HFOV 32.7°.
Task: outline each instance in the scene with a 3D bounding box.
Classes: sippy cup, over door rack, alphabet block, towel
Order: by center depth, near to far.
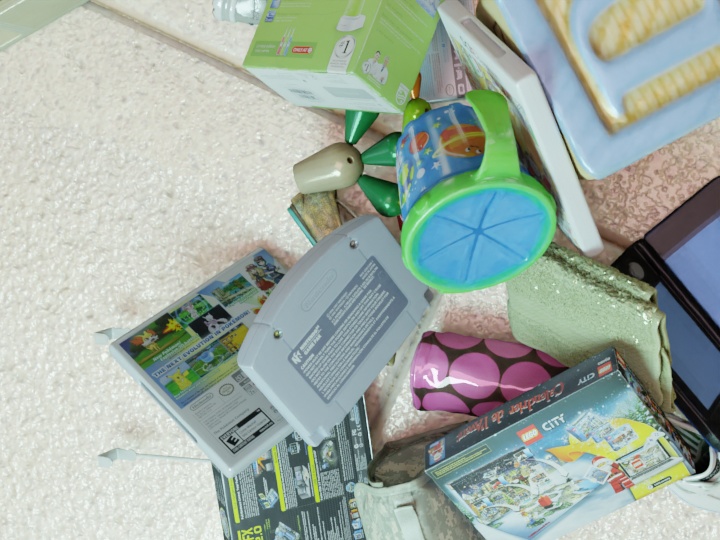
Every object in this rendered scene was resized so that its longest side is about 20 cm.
[{"bbox_3d":[0.090,-0.072,1.087,0.178,0.140,0.131,-40,43,25],"label":"sippy cup"},{"bbox_3d":[0.229,-0.204,1.087,0.195,0.200,0.197,-26,92,3],"label":"alphabet block"},{"bbox_3d":[0.201,0.044,1.117,0.036,0.149,0.200,-37,43,-22],"label":"towel"},{"bbox_3d":[-0.175,0.131,1.294,0.199,0.067,0.148,0,97,10],"label":"over door rack"}]

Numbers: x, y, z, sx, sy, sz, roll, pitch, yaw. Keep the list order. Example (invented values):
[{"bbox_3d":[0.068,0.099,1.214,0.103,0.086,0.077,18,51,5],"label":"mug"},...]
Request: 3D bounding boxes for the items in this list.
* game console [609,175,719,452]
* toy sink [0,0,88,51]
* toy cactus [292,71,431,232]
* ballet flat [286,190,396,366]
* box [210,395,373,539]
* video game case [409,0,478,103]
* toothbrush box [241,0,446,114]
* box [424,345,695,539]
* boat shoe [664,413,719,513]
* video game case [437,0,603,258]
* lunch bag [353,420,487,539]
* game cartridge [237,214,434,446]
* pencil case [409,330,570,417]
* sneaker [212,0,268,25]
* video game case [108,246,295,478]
[{"bbox_3d":[0.341,0.038,1.152,0.200,0.171,0.118,50,130,3],"label":"game console"},{"bbox_3d":[-0.359,-0.324,1.262,0.200,0.112,0.131,-25,90,14],"label":"toy sink"},{"bbox_3d":[0.016,-0.117,1.204,0.165,0.102,0.200,-16,99,14],"label":"toy cactus"},{"bbox_3d":[0.000,0.000,1.248,0.071,0.071,0.200,-31,89,14],"label":"ballet flat"},{"bbox_3d":[-0.067,0.204,1.246,0.160,0.044,0.201,-12,100,-18],"label":"box"},{"bbox_3d":[0.122,-0.245,1.215,0.199,0.018,0.144,-6,94,13],"label":"video game case"},{"bbox_3d":[-0.003,-0.256,1.146,0.145,0.086,0.200,10,77,41],"label":"toothbrush box"},{"bbox_3d":[0.177,0.169,1.101,0.200,0.038,0.137,-31,114,20],"label":"box"},{"bbox_3d":[0.313,0.183,1.158,0.200,0.067,0.074,26,89,-18],"label":"boat shoe"},{"bbox_3d":[0.142,-0.129,1.100,0.023,0.182,0.200,-30,127,0],"label":"video game case"},{"bbox_3d":[0.069,0.256,1.188,0.117,0.200,0.164,-18,93,14],"label":"lunch bag"},{"bbox_3d":[-0.024,0.049,1.164,0.200,0.041,0.133,-50,122,-24],"label":"game cartridge"},{"bbox_3d":[0.149,0.120,1.219,0.199,0.094,0.091,13,56,12],"label":"pencil case"},{"bbox_3d":[-0.083,-0.339,1.232,0.082,0.075,0.200,18,107,-4],"label":"sneaker"},{"bbox_3d":[-0.112,0.084,1.210,0.182,0.200,0.022,42,147,21],"label":"video game case"}]
